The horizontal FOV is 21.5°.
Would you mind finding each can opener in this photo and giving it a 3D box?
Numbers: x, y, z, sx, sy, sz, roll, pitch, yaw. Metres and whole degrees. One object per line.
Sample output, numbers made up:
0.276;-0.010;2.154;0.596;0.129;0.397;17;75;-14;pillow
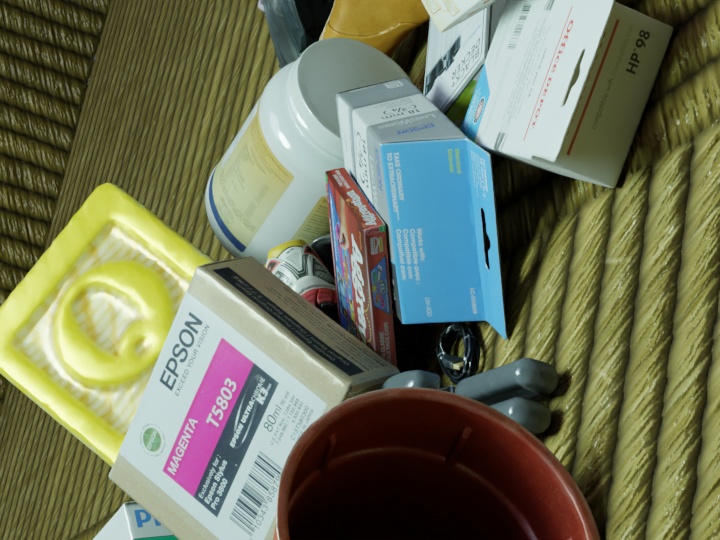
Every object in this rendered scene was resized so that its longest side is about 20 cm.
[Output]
0.065;0.093;1.303;0.200;0.066;0.054;150;135;-68;can opener

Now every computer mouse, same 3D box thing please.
0.043;0.063;1.458;0.200;0.034;0.059;-5;66;71;computer mouse

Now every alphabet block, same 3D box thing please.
-0.195;0.070;1.724;0.197;0.195;0.200;-53;-18;-6;alphabet block

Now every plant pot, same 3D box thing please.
0.020;0.208;1.154;0.196;0.199;0.202;116;163;-49;plant pot

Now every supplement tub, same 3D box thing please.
-0.041;-0.098;1.693;0.200;0.143;0.145;129;154;-47;supplement tub

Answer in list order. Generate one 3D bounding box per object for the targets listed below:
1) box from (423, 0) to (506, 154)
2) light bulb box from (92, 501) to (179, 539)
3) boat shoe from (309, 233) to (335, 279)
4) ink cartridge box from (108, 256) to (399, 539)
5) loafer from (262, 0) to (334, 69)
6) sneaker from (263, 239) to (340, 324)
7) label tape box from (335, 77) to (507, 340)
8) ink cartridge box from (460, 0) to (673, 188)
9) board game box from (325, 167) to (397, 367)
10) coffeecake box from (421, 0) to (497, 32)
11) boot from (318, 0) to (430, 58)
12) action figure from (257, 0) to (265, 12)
0.103;-0.200;1.498;0.117;0.060;0.201;130;152;-51;box
-0.151;0.313;1.545;0.198;0.124;0.202;-47;50;50;light bulb box
0.000;0.000;1.586;0.067;0.057;0.200;-49;14;-12;boat shoe
-0.084;0.118;1.438;0.164;0.075;0.201;35;113;25;ink cartridge box
-0.044;-0.195;1.799;0.072;0.072;0.202;5;110;52;loafer
-0.050;0.033;1.600;0.200;0.077;0.083;110;138;-66;sneaker
0.042;-0.044;1.398;0.200;0.063;0.146;-127;27;-64;label tape box
0.143;-0.124;1.288;0.200;0.066;0.117;-149;79;-73;ink cartridge box
0.003;0.033;1.453;0.103;0.019;0.202;-126;26;-57;board game box
0.134;-0.258;1.313;0.153;0.073;0.200;-33;1;-25;coffeecake box
0.031;-0.225;1.712;0.143;0.203;0.071;-4;20;35;boot
-0.004;-0.310;1.811;0.200;0.148;0.135;118;172;-72;action figure
